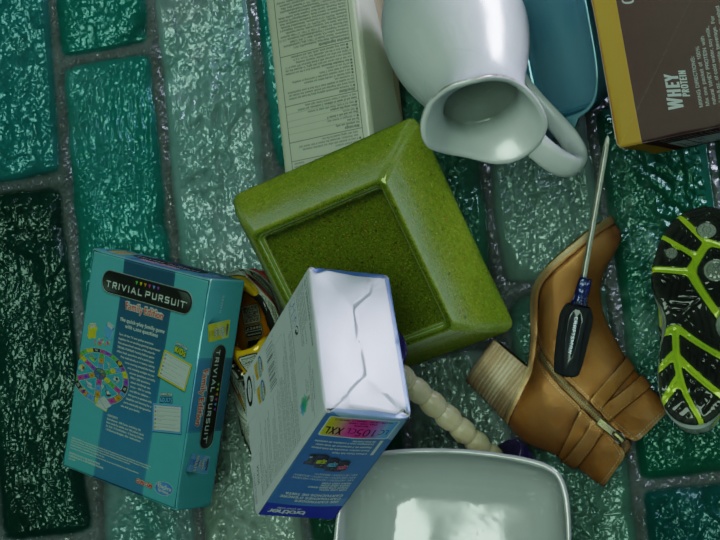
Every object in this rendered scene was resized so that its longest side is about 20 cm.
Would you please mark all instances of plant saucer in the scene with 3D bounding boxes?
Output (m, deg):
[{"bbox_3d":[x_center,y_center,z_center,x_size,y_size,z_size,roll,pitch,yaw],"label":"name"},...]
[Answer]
[{"bbox_3d":[0.000,0.000,1.361,0.199,0.048,0.201,-21,101,29],"label":"plant saucer"}]

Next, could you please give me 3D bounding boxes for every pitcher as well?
[{"bbox_3d":[0.104,-0.168,1.326,0.121,0.171,0.201,-45,37,27],"label":"pitcher"}]

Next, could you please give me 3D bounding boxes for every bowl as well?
[{"bbox_3d":[0.079,0.248,1.315,0.198,0.075,0.202,2,84,16],"label":"bowl"}]

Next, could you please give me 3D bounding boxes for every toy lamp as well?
[{"bbox_3d":[0.083,0.132,1.351,0.058,0.058,0.200,-44,108,5],"label":"toy lamp"}]

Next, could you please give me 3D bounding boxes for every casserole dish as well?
[{"bbox_3d":[0.165,-0.215,1.372,0.121,0.039,0.202,-11,89,55],"label":"casserole dish"}]

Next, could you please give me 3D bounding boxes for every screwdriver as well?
[{"bbox_3d":[0.190,-0.010,1.311,0.029,0.028,0.202,20,102,38],"label":"screwdriver"}]

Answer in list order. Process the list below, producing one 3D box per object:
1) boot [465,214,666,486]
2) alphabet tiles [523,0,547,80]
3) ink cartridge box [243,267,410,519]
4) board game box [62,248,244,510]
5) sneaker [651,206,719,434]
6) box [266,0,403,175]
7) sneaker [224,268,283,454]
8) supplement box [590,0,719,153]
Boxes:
[{"bbox_3d":[0.204,0.069,1.363,0.154,0.074,0.201,37,104,13],"label":"boot"},{"bbox_3d":[0.098,-0.259,1.441,0.198,0.015,0.198,-10,83,11],"label":"alphabet tiles"},{"bbox_3d":[-0.038,0.110,1.293,0.076,0.200,0.137,9,51,-22],"label":"ink cartridge box"},{"bbox_3d":[-0.184,0.093,1.409,0.150,0.047,0.202,13,96,38],"label":"board game box"},{"bbox_3d":[0.281,0.042,1.351,0.075,0.077,0.202,7,68,13],"label":"sneaker"},{"bbox_3d":[-0.020,-0.167,1.416,0.094,0.078,0.202,-8,84,25],"label":"box"},{"bbox_3d":[-0.090,0.096,1.414,0.077,0.082,0.202,-20,82,9],"label":"sneaker"},{"bbox_3d":[0.302,-0.213,1.307,0.198,0.133,0.199,-11,88,23],"label":"supplement box"}]
